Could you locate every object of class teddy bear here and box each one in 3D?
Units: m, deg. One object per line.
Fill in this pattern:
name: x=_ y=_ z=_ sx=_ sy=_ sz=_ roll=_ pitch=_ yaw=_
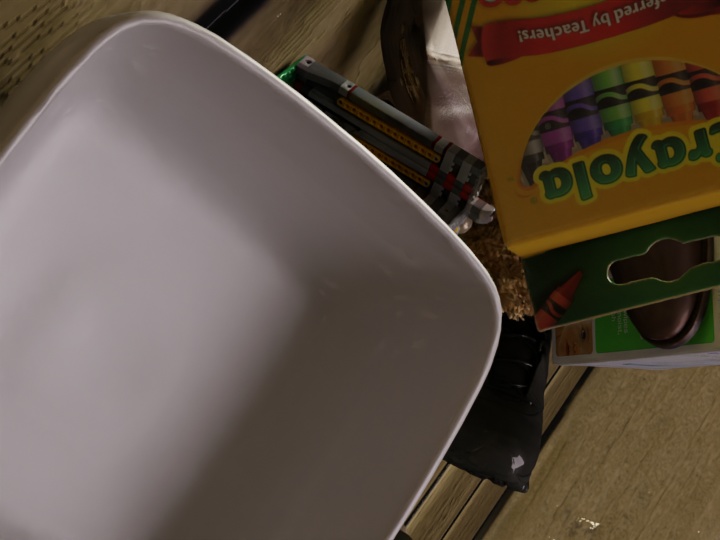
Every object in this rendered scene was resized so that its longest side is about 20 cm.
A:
teddy bear: x=0.081 y=-0.073 z=0.981 sx=0.145 sy=0.066 sz=0.201 roll=-101 pitch=-169 yaw=-58

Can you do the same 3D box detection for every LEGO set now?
LEGO set: x=-0.027 y=0.011 z=0.729 sx=0.200 sy=0.115 sz=0.154 roll=-40 pitch=158 yaw=-56

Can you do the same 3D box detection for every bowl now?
bowl: x=-0.072 y=0.036 z=0.551 sx=0.199 sy=0.075 sz=0.201 roll=38 pitch=82 yaw=-35

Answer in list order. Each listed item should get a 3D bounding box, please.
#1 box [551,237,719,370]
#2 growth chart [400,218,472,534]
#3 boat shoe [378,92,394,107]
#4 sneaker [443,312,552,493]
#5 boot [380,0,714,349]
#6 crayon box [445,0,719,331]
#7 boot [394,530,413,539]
box: x=0.197 y=-0.048 z=0.981 sx=0.176 sy=0.096 sz=0.202 roll=-9 pitch=-100 yaw=59
growth chart: x=0.003 y=0.066 z=0.975 sx=0.144 sy=0.018 sz=0.201 roll=-4 pitch=-107 yaw=62
boat shoe: x=0.000 y=0.000 z=0.898 sx=0.072 sy=0.072 sz=0.201 roll=14 pitch=93 yaw=-45
sneaker: x=0.079 y=0.064 z=1.030 sx=0.200 sy=0.076 sz=0.091 roll=-88 pitch=-158 yaw=-73
boot: x=0.091 y=-0.051 z=0.860 sx=0.064 sy=0.188 sz=0.199 roll=-18 pitch=167 yaw=41
crayon box: x=0.107 y=-0.087 z=0.716 sx=0.126 sy=0.201 sz=0.051 roll=-15 pitch=171 yaw=11
boot: x=-0.066 y=0.179 z=0.934 sx=0.077 sy=0.138 sz=0.201 roll=-44 pitch=162 yaw=-50
